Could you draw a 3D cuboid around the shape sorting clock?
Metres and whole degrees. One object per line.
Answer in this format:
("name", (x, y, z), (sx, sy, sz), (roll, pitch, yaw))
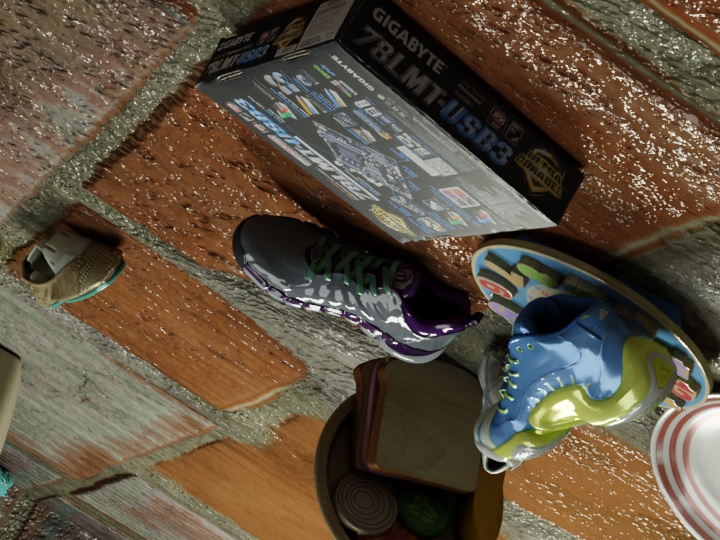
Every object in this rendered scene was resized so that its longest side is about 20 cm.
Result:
("shape sorting clock", (0.166, 0.042, 1.554), (0.200, 0.039, 0.200), (26, 161, 10))

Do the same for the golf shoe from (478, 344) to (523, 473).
("golf shoe", (0.116, 0.114, 1.698), (0.078, 0.097, 0.200), (30, 175, 2))

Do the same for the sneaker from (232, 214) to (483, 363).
("sneaker", (0.000, 0.000, 1.672), (0.200, 0.075, 0.088), (26, 150, -19))

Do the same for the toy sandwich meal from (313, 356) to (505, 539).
("toy sandwich meal", (0.053, 0.172, 1.822), (0.205, 0.205, 0.070), (34, 147, -12))

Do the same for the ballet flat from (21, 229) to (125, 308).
("ballet flat", (-0.290, -0.004, 2.082), (0.065, 0.071, 0.200), (49, 154, -11))

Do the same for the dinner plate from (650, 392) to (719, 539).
("dinner plate", (0.312, 0.165, 1.609), (0.200, 0.024, 0.200), (27, 141, 24))

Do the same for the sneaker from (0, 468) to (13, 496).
("sneaker", (-0.597, 0.331, 3.428), (0.080, 0.078, 0.200), (14, 170, -16))

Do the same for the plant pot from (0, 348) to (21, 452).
("plant pot", (-0.532, 0.170, 2.710), (0.200, 0.177, 0.200), (29, 162, 0))

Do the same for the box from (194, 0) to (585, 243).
("box", (0.016, -0.095, 1.409), (0.200, 0.050, 0.198), (37, 161, -22))

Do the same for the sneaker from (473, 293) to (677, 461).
("sneaker", (0.133, 0.068, 1.517), (0.200, 0.076, 0.105), (-27, 105, 47))
